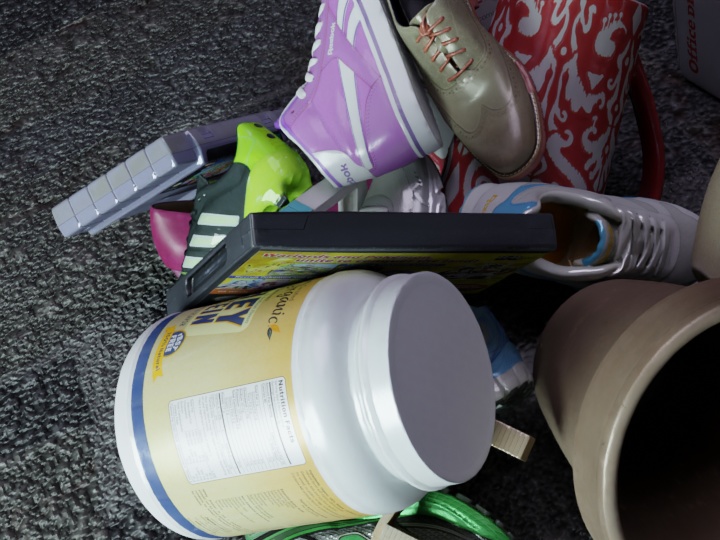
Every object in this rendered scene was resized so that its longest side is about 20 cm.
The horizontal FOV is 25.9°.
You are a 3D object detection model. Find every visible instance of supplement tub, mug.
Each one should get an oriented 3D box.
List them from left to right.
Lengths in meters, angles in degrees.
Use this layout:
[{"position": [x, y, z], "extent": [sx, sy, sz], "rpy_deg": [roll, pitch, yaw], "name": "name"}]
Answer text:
[{"position": [-0.033, 0.080, 0.941], "extent": [0.198, 0.145, 0.145], "rpy_deg": [-14, 39, 31], "name": "supplement tub"}, {"position": [0.145, -0.111, 1.174], "extent": [0.133, 0.202, 0.177], "rpy_deg": [21, 11, 35], "name": "mug"}]

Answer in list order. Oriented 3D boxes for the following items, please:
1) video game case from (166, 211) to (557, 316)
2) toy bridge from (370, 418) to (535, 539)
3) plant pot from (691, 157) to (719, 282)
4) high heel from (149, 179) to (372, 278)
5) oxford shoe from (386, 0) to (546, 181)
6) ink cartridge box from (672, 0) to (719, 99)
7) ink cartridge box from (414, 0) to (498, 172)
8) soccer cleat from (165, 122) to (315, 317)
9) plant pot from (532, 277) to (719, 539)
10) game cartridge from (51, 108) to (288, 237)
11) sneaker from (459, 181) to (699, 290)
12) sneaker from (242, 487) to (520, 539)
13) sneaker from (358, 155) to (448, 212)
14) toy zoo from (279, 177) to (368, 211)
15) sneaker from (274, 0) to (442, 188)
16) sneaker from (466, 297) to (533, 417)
[{"position": [-0.004, 0.000, 0.989], "extent": [0.198, 0.181, 0.026], "rpy_deg": [0, 75, -23], "name": "video game case"}, {"position": [0.040, 0.174, 0.959], "extent": [0.067, 0.027, 0.202], "rpy_deg": [23, 86, 16], "name": "toy bridge"}, {"position": [0.303, -0.013, 1.052], "extent": [0.134, 0.200, 0.200], "rpy_deg": [-43, 45, 2], "name": "plant pot"}, {"position": [-0.070, -0.053, 1.259], "extent": [0.199, 0.097, 0.067], "rpy_deg": [-33, 29, -17], "name": "high heel"}, {"position": [0.062, -0.149, 1.092], "extent": [0.070, 0.074, 0.201], "rpy_deg": [-40, 62, 22], "name": "oxford shoe"}, {"position": [0.343, -0.189, 1.237], "extent": [0.084, 0.147, 0.200], "rpy_deg": [-30, 44, -16], "name": "ink cartridge box"}, {"position": [0.102, -0.179, 1.263], "extent": [0.145, 0.201, 0.083], "rpy_deg": [-25, 42, -8], "name": "ink cartridge box"}, {"position": [-0.103, -0.023, 1.191], "extent": [0.067, 0.201, 0.081], "rpy_deg": [-10, 52, -49], "name": "soccer cleat"}, {"position": [0.198, 0.086, 0.989], "extent": [0.199, 0.202, 0.175], "rpy_deg": [-27, 24, -12], "name": "plant pot"}, {"position": [-0.142, -0.080, 1.257], "extent": [0.129, 0.039, 0.200], "rpy_deg": [-24, 1, 28], "name": "game cartridge"}, {"position": [0.169, -0.017, 1.078], "extent": [0.198, 0.078, 0.081], "rpy_deg": [4, 5, -25], "name": "sneaker"}, {"position": [0.016, 0.187, 1.015], "extent": [0.198, 0.078, 0.086], "rpy_deg": [2, 61, 22], "name": "sneaker"}, {"position": [0.000, 0.000, 1.121], "extent": [0.075, 0.091, 0.203], "rpy_deg": [-6, 70, 61], "name": "sneaker"}, {"position": [-0.045, 0.009, 1.146], "extent": [0.020, 0.132, 0.200], "rpy_deg": [24, 42, 30], "name": "toy zoo"}, {"position": [-0.022, -0.155, 1.143], "extent": [0.113, 0.073, 0.202], "rpy_deg": [-24, 61, 15], "name": "sneaker"}, {"position": [0.018, 0.081, 1.069], "extent": [0.198, 0.078, 0.091], "rpy_deg": [-25, 75, 17], "name": "sneaker"}]
